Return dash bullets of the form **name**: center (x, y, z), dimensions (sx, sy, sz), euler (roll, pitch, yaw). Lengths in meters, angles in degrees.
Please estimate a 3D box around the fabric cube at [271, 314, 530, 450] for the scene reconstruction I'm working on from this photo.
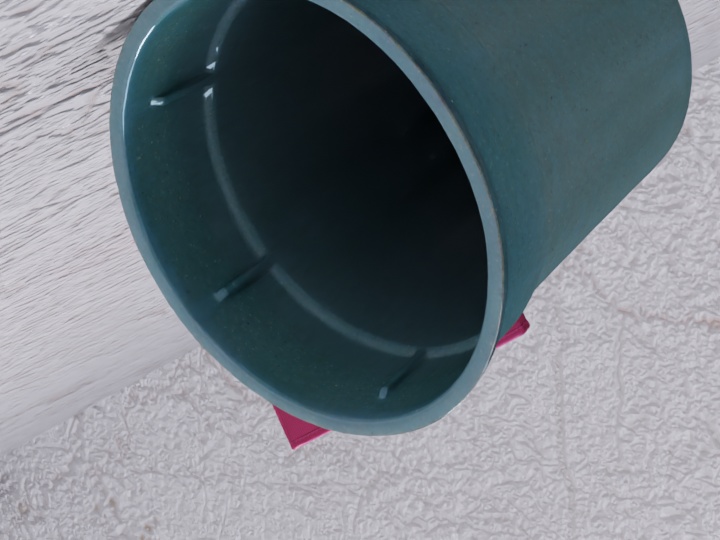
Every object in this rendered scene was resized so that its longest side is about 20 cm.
- **fabric cube**: center (0.000, 0.000, 1.666), dimensions (0.195, 0.201, 0.200), euler (-28, 177, 5)

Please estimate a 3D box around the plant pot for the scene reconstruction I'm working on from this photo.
- **plant pot**: center (0.031, -0.064, 0.922), dimensions (0.200, 0.201, 0.196), euler (-29, -176, 46)
